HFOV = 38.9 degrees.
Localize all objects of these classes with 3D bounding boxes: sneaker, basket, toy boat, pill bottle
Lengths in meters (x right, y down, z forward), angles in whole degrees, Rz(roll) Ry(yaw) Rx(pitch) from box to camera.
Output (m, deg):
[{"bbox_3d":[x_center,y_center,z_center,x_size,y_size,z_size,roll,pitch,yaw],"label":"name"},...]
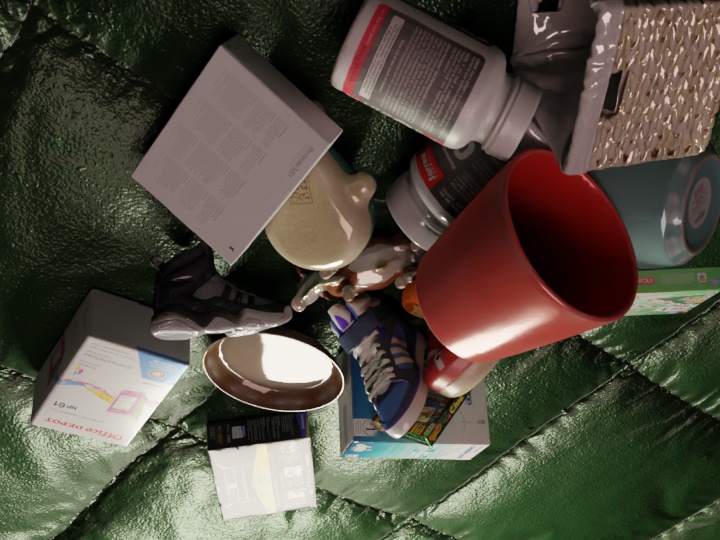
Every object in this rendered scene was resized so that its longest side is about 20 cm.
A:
[{"bbox_3d":[-0.171,0.021,1.257,0.198,0.116,0.075,-2,169,-41],"label":"sneaker"},{"bbox_3d":[0.257,-0.233,1.007,0.158,0.202,0.200,-6,137,-8],"label":"basket"},{"bbox_3d":[0.108,0.058,1.288,0.130,0.201,0.131,30,125,-18],"label":"toy boat"},{"bbox_3d":[0.078,-0.192,1.026,0.198,0.111,0.111,27,130,-1],"label":"pill bottle"},{"bbox_3d":[0.128,-0.118,1.161,0.113,0.115,0.200,29,124,-34],"label":"pill bottle"},{"bbox_3d":[0.010,0.109,1.305,0.146,0.201,0.081,34,121,-16],"label":"sneaker"}]

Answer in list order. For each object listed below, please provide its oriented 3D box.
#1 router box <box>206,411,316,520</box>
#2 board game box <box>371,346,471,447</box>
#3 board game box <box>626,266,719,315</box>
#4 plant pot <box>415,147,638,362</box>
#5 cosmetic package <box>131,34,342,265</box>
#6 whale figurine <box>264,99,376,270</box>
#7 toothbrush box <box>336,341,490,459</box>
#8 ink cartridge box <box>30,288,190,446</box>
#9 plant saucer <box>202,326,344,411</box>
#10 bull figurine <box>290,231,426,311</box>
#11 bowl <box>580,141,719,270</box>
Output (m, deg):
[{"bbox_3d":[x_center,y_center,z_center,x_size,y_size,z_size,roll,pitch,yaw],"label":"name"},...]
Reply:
[{"bbox_3d":[-0.151,0.306,1.588,0.154,0.053,0.202,-6,136,-5],"label":"router box"},{"bbox_3d":[0.108,0.140,1.350,0.104,0.201,0.024,5,138,49],"label":"board game box"},{"bbox_3d":[0.314,0.029,1.224,0.196,0.030,0.135,-2,165,-2],"label":"board game box"},{"bbox_3d":[0.164,-0.001,1.085,0.198,0.203,0.177,22,141,-30],"label":"plant pot"},{"bbox_3d":[-0.135,-0.126,1.099,0.151,0.052,0.200,43,122,-2],"label":"cosmetic package"},{"bbox_3d":[-0.051,-0.103,1.169,0.157,0.104,0.203,-3,116,23],"label":"whale figurine"},{"bbox_3d":[0.072,0.181,1.424,0.197,0.149,0.085,2,156,-14],"label":"toothbrush box"},{"bbox_3d":[-0.332,0.135,1.353,0.143,0.085,0.200,20,130,-28],"label":"ink cartridge box"},{"bbox_3d":[-0.117,0.131,1.400,0.197,0.032,0.202,7,143,5],"label":"plant saucer"},{"bbox_3d":[0.000,0.000,1.273,0.197,0.121,0.066,-21,100,0],"label":"bull figurine"},{"bbox_3d":[0.343,-0.085,1.162,0.104,0.202,0.201,16,153,39],"label":"bowl"}]
